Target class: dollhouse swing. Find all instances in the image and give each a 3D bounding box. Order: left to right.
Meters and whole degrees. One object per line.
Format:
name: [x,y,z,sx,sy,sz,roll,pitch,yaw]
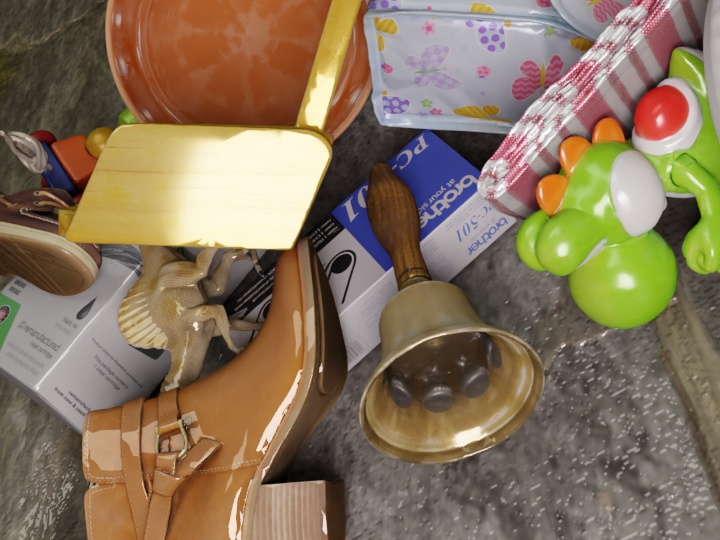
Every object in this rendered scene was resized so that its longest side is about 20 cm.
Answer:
dollhouse swing: [-0.083,-0.111,0.759,0.179,0.178,0.200,2,8,-1]

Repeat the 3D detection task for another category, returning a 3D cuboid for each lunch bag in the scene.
lunch bag: [0.115,-0.188,0.835,0.197,0.128,0.171,8,53,10]

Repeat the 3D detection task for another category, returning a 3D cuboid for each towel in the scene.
towel: [0.150,-0.108,0.700,0.030,0.146,0.200,45,101,20]

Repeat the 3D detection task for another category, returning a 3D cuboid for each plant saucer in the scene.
plant saucer: [-0.082,-0.170,0.879,0.200,0.201,0.032,-39,2,1]

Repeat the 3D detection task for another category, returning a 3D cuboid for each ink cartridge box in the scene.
ink cartridge box: [-0.188,0.016,0.938,0.145,0.084,0.201,18,65,49]
ink cartridge box: [0.000,0.000,0.821,0.200,0.044,0.094,-41,38,-1]

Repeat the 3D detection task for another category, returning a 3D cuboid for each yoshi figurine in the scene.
yoshi figurine: [0.176,-0.041,0.690,0.199,0.113,0.112,-35,75,-16]

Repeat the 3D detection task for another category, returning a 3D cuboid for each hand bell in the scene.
hand bell: [0.030,0.003,0.726,0.103,0.104,0.201,-30,43,13]

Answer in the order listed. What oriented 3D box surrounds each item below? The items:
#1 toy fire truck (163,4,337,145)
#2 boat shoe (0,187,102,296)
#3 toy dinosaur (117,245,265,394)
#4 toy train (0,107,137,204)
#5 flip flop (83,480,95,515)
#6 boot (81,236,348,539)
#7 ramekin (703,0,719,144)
toy fire truck: [-0.105,-0.166,0.982,0.111,0.168,0.201,-25,39,20]
boat shoe: [-0.241,-0.033,0.908,0.199,0.072,0.072,6,56,53]
toy dinosaur: [-0.115,0.009,0.806,0.100,0.058,0.201,-22,52,-1]
toy train: [-0.216,-0.100,1.011,0.115,0.200,0.085,-35,75,-9]
flip flop: [-0.144,0.153,0.779,0.081,0.058,0.201,-35,37,7]
boot: [-0.088,0.079,0.725,0.153,0.074,0.203,-5,69,13]
ramekin: [0.247,-0.093,0.581,0.094,0.202,0.204,-14,42,49]
